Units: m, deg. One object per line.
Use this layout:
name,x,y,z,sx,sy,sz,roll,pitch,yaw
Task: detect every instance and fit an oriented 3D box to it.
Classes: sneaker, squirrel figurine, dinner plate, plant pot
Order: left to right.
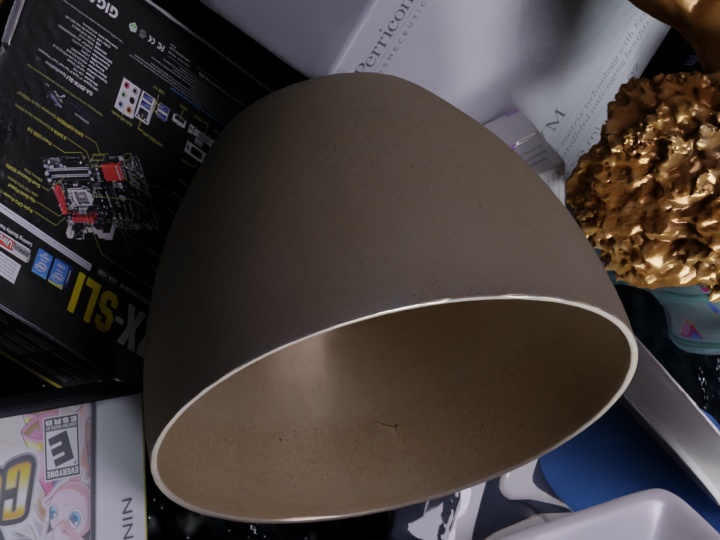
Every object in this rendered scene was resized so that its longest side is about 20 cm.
plant pot,0.000,0.000,1.170,0.200,0.200,0.135,13,53,-44
sneaker,0.043,0.144,1.325,0.129,0.079,0.200,-39,126,-27
dinner plate,0.136,0.057,1.376,0.024,0.200,0.200,-43,120,0
squirrel figurine,0.168,-0.080,1.204,0.186,0.141,0.201,35,81,-22

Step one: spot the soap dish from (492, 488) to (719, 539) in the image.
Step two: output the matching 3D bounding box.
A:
soap dish,0.100,0.185,1.237,0.199,0.157,0.082,-14,135,-36

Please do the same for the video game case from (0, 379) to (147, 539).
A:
video game case,-0.162,0.145,1.117,0.199,0.025,0.182,-8,100,-45

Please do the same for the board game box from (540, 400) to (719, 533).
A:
board game box,0.156,0.136,1.420,0.158,0.039,0.200,-9,51,-49

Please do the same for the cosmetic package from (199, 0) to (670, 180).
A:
cosmetic package,0.052,-0.162,1.266,0.200,0.123,0.200,22,102,-52

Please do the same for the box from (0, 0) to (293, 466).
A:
box,-0.100,-0.027,1.223,0.200,0.049,0.161,34,62,-37

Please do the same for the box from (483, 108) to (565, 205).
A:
box,0.068,0.009,1.311,0.041,0.039,0.200,-29,146,-15

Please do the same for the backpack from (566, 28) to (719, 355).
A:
backpack,0.182,-0.051,1.411,0.176,0.200,0.154,-36,116,-25
